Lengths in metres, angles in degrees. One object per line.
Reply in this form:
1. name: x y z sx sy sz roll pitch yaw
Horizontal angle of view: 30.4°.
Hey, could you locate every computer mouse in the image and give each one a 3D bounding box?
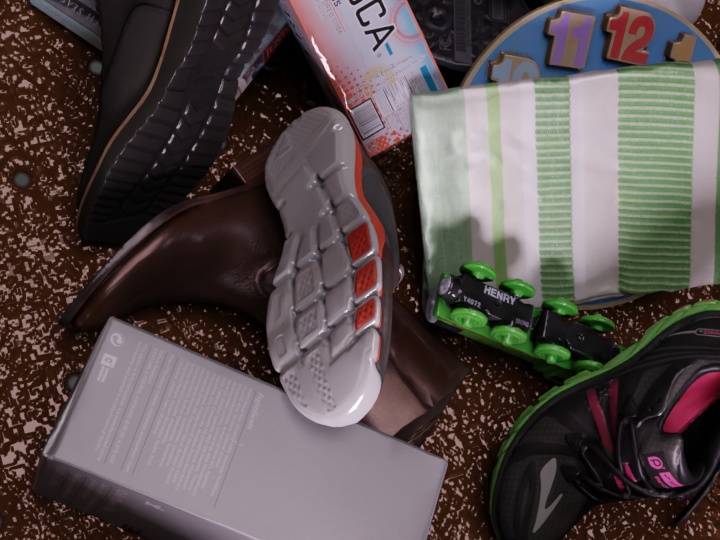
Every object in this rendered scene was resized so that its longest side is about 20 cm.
1. computer mouse: 0.013 -0.185 0.877 0.197 0.046 0.142 -1 70 -12

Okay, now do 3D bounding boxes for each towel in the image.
1. towel: 0.131 -0.047 0.807 0.197 0.023 0.154 -8 115 -6

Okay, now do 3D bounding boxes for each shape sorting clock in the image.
1. shape sorting clock: 0.148 -0.071 0.833 0.197 0.039 0.203 -2 103 -10

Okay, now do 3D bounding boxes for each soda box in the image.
1. soda box: -0.018 -0.170 0.767 0.063 0.068 0.201 -30 117 -4

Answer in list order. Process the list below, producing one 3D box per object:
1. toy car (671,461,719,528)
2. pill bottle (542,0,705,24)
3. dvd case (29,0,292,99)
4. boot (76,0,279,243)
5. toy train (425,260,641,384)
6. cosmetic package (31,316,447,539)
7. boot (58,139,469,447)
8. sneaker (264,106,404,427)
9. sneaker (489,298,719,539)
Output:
1. toy car: 0.277 0.091 0.812 0.200 0.164 0.158 -43 89 -17
2. pill bottle: 0.182 -0.226 0.907 0.111 0.112 0.202 14 67 -13
3. dvd case: -0.090 -0.204 0.831 0.145 0.022 0.201 34 71 9
4. boot: -0.134 -0.131 0.761 0.138 0.201 0.077 44 23 26
5. toy train: 0.125 0.047 0.811 0.198 0.056 0.042 23 66 -21
6. cosmetic package: -0.065 0.110 0.710 0.198 0.107 0.091 26 65 -7
7. boot: -0.047 0.046 0.765 0.186 0.064 0.201 -38 91 -28
8. sneaker: 0.000 0.000 0.725 0.082 0.077 0.202 36 38 -41
9. sneaker: 0.153 0.098 0.760 0.200 0.084 0.077 -43 117 14
